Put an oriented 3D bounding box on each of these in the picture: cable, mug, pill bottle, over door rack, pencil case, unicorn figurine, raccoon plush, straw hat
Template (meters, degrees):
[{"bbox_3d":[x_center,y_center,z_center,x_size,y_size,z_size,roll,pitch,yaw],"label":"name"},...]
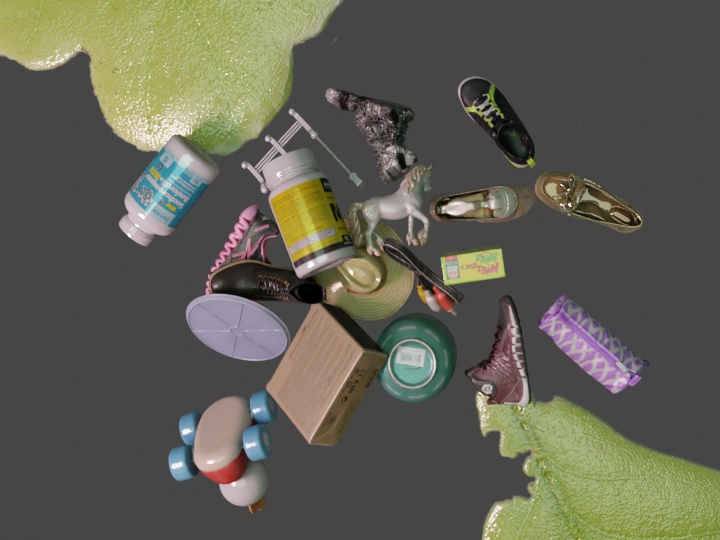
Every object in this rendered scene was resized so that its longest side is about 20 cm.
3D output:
[{"bbox_3d":[0.110,0.018,1.503,0.096,0.200,0.051,19,74,47],"label":"cable"},{"bbox_3d":[0.085,0.168,1.553,0.184,0.114,0.153,-39,88,8],"label":"mug"},{"bbox_3d":[-0.093,-0.100,1.495,0.113,0.114,0.203,-22,85,8],"label":"pill bottle"},{"bbox_3d":[-0.106,-0.178,1.582,0.148,0.067,0.200,-45,87,9],"label":"over door rack"},{"bbox_3d":[0.407,0.132,1.523,0.199,0.085,0.084,40,99,5],"label":"pencil case"},{"bbox_3d":[0.070,-0.108,1.522,0.197,0.074,0.140,-14,96,-17],"label":"unicorn figurine"},{"bbox_3d":[-0.361,-0.144,1.597,0.110,0.111,0.201,40,98,3],"label":"pill bottle"},{"bbox_3d":[0.020,-0.244,1.571,0.198,0.096,0.136,26,113,35],"label":"raccoon plush"},{"bbox_3d":[0.000,0.000,1.569,0.197,0.085,0.205,1,94,8],"label":"straw hat"}]

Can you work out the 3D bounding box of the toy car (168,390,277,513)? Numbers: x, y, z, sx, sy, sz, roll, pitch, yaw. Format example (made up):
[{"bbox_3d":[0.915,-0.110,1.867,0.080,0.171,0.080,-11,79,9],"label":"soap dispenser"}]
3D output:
[{"bbox_3d":[-0.225,0.359,1.610,0.182,0.178,0.202,-17,120,11],"label":"toy car"}]

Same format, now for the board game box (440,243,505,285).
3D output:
[{"bbox_3d":[0.194,-0.012,1.484,0.100,0.200,0.049,-8,93,8],"label":"board game box"}]

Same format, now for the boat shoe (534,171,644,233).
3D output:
[{"bbox_3d":[0.405,-0.123,1.517,0.197,0.063,0.074,20,96,6],"label":"boat shoe"}]

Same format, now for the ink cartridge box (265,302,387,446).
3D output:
[{"bbox_3d":[-0.063,0.184,1.547,0.165,0.074,0.202,44,109,42],"label":"ink cartridge box"}]

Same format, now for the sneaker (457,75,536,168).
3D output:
[{"bbox_3d":[0.249,-0.266,1.519,0.072,0.083,0.201,-41,88,8],"label":"sneaker"}]

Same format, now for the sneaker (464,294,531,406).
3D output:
[{"bbox_3d":[0.239,0.151,1.553,0.113,0.076,0.204,-9,93,11],"label":"sneaker"}]

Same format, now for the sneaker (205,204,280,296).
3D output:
[{"bbox_3d":[-0.217,-0.018,1.610,0.094,0.079,0.202,30,98,-7],"label":"sneaker"}]

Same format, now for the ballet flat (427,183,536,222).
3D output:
[{"bbox_3d":[0.218,-0.115,1.541,0.196,0.067,0.069,-9,92,8],"label":"ballet flat"}]

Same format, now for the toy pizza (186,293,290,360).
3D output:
[{"bbox_3d":[-0.222,0.099,1.579,0.197,0.202,0.032,8,52,7],"label":"toy pizza"}]

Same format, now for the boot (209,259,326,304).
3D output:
[{"bbox_3d":[-0.164,0.026,1.531,0.197,0.138,0.079,-4,99,-18],"label":"boot"}]
